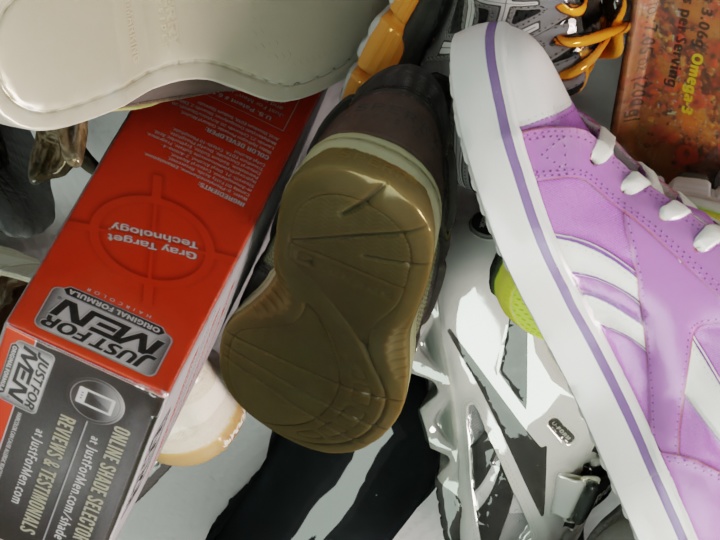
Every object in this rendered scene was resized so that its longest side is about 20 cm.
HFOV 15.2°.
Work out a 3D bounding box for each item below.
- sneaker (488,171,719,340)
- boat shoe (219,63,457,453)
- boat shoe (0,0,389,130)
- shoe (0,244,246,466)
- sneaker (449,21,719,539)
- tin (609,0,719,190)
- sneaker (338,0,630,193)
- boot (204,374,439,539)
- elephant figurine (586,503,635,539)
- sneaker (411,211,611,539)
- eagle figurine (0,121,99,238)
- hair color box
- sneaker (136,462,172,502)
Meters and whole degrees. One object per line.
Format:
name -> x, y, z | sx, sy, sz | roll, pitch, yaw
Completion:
sneaker -> 0.139, 0.031, 0.931 | 0.199, 0.091, 0.078 | 14, 139, 6
boat shoe -> -0.001, -0.001, 0.958 | 0.072, 0.066, 0.201 | 27, 150, 5
boat shoe -> -0.068, -0.088, 0.908 | 0.059, 0.200, 0.072 | 9, 109, 42
shoe -> -0.137, 0.021, 1.062 | 0.199, 0.070, 0.053 | 15, 160, 23
sneaker -> 0.110, -0.004, 0.870 | 0.114, 0.073, 0.201 | -25, 100, 14
tin -> 0.149, -0.081, 0.919 | 0.111, 0.042, 0.201 | 17, 132, 11
sneaker -> 0.059, -0.100, 0.902 | 0.077, 0.078, 0.200 | 39, 143, 11
boot -> -0.035, 0.136, 1.077 | 0.073, 0.163, 0.198 | 30, 131, -8
elephant figurine -> 0.178, 0.155, 1.051 | 0.155, 0.142, 0.200 | 19, 156, 43
sneaker -> 0.075, 0.067, 1.040 | 0.088, 0.074, 0.201 | -3, 125, 21
eagle figurine -> -0.191, -0.088, 0.969 | 0.199, 0.152, 0.152 | 0, 91, -1
hair color box -> -0.074, 0.000, 0.954 | 0.061, 0.200, 0.102 | 24, 131, -1
sneaker -> -0.154, 0.057, 1.116 | 0.200, 0.076, 0.116 | -30, 110, 36
